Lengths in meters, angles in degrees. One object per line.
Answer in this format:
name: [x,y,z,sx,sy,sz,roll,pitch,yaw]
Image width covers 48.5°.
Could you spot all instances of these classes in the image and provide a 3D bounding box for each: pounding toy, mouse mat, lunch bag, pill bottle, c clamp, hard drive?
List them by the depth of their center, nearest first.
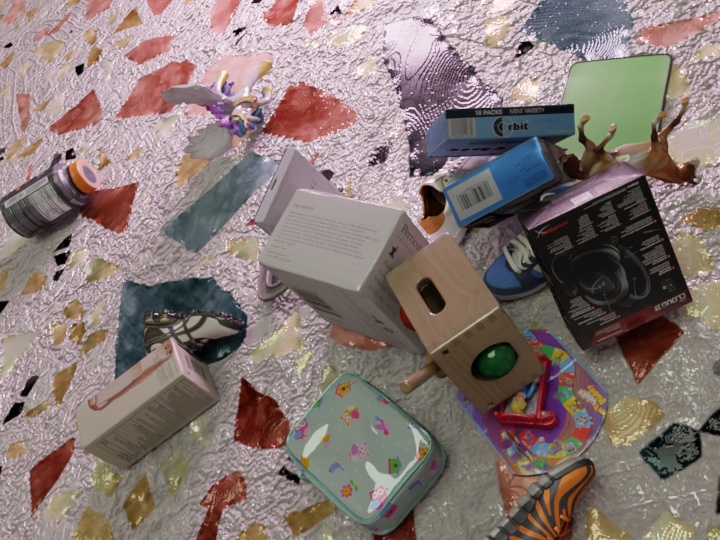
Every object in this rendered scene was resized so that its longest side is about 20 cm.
pounding toy: [0.116,0.083,0.991,0.142,0.184,0.200,-35,42,7]
lunch bag: [0.002,0.243,1.069,0.200,0.077,0.160,33,82,41]
mouse mat: [0.377,-0.246,1.210,0.161,0.008,0.200,3,61,32]
hard drive: [-0.072,-0.077,1.237,0.025,0.200,0.132,2,62,40]
c clamp: [-0.108,-0.041,1.323,0.171,0.027,0.200,-26,38,28]
pill bottle: [-0.656,-0.159,1.703,0.200,0.106,0.106,-28,50,12]

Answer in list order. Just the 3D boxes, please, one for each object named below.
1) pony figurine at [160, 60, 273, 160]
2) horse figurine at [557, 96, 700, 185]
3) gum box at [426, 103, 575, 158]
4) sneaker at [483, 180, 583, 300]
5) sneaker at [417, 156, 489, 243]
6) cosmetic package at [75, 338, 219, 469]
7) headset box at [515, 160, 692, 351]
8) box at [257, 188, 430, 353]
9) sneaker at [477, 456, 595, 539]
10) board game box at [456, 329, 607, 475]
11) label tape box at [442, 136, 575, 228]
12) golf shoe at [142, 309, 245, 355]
pony figurine: [-0.266,-0.323,1.565,0.193,0.167,0.200,-6,42,18]
horse figurine: [0.350,-0.154,1.047,0.200,0.133,0.050,-12,51,1]
gum box: [0.189,-0.193,1.124,0.170,0.200,0.045,-3,92,-3]
sneaker: [0.237,-0.049,1.071,0.200,0.146,0.081,-27,50,13]
sneaker: [0.140,-0.139,1.222,0.073,0.085,0.200,-13,52,47]
cosmetic package: [-0.341,0.214,1.276,0.200,0.103,0.087,-36,47,3]
headset box: [0.302,-0.009,0.983,0.149,0.200,0.077,-26,20,8]
box: [0.000,0.000,1.144,0.200,0.199,0.131,15,70,39]
sneaker: [0.217,0.312,0.906,0.200,0.078,0.112,-50,52,8]
board game box: [0.213,0.156,1.023,0.158,0.039,0.200,-39,49,3]
label tape box: [0.220,-0.117,1.116,0.144,0.200,0.063,-28,81,25]
golf shoe: [-0.278,0.113,1.334,0.200,0.078,0.095,-4,76,31]
